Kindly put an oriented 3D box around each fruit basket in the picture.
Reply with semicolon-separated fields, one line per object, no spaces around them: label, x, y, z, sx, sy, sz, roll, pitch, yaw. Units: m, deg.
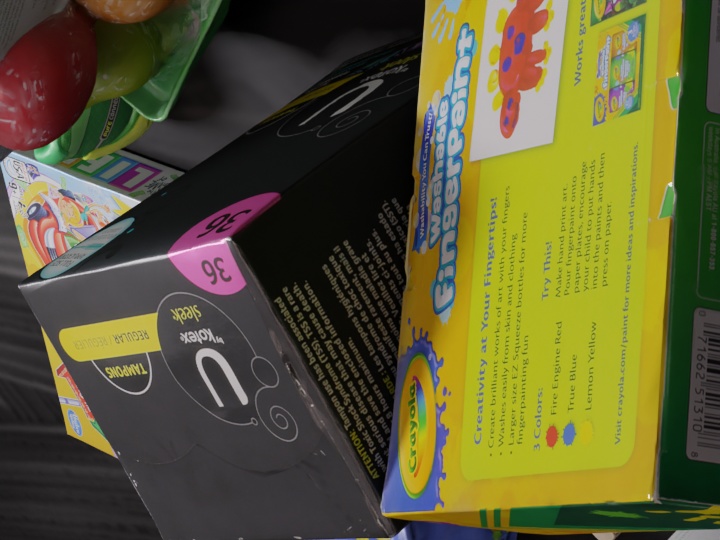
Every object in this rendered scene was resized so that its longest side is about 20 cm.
fruit basket;-0.127;-0.109;0.806;0.094;0.200;0.185;45;144;8

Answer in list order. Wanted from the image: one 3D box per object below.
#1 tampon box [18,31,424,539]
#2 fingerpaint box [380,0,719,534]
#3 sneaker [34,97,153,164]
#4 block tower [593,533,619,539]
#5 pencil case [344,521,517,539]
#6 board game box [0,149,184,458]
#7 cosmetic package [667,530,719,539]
tampon box;0.000;0.000;0.761;0.150;0.200;0.126;-12;111;50
fingerpaint box;0.082;-0.018;0.618;0.167;0.073;0.200;-18;64;62
sneaker;-0.173;-0.141;0.926;0.200;0.084;0.074;57;144;-5
block tower;0.132;0.034;0.770;0.054;0.058;0.200;42;141;12
pencil case;-0.004;0.138;0.981;0.200;0.078;0.087;-19;105;52
board game box;-0.123;0.026;1.052;0.134;0.034;0.200;20;133;35
cosmetic package;0.197;0.192;0.789;0.085;0.108;0.200;-20;102;53
